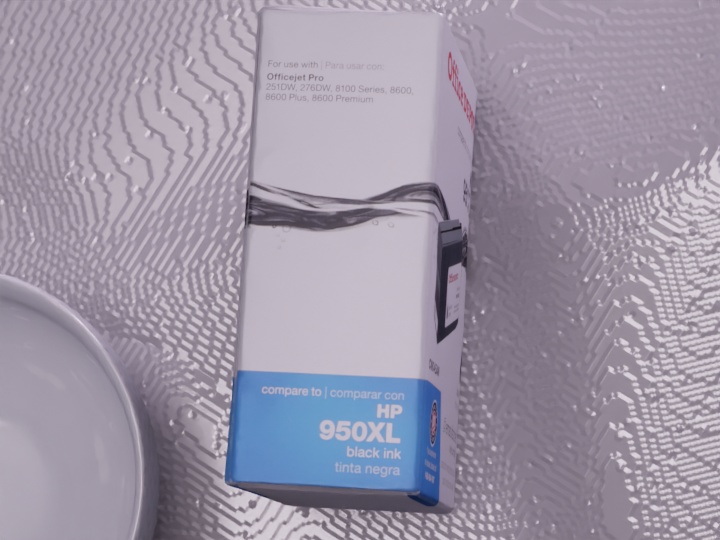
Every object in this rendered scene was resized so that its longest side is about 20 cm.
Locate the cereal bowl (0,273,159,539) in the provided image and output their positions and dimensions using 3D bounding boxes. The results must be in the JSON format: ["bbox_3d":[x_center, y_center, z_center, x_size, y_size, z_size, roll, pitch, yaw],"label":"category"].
[{"bbox_3d":[-0.183,0.102,0.981,0.199,0.083,0.201,-1,80,9],"label":"cereal bowl"}]

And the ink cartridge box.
[{"bbox_3d":[0.000,0.000,0.935,0.084,0.145,0.201,2,81,9],"label":"ink cartridge box"}]
